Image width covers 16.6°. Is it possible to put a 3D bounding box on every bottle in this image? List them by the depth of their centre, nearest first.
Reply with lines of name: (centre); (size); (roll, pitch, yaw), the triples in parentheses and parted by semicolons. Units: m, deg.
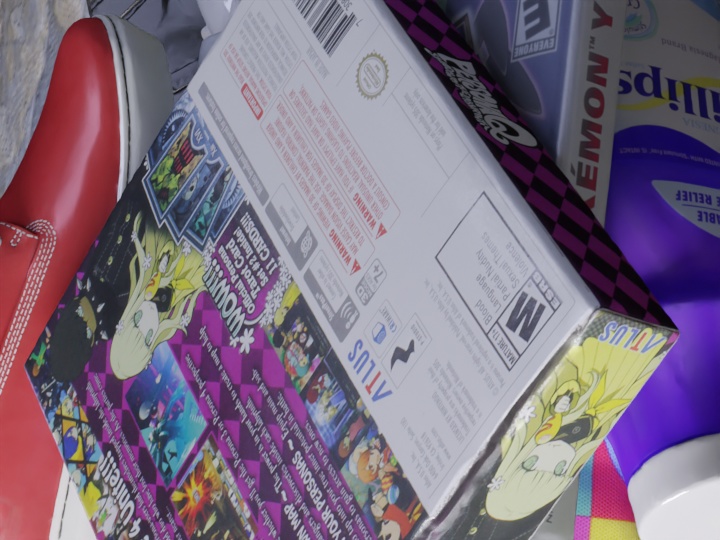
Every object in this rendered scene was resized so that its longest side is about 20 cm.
bottle: (0.083, -0.016, 0.715); (0.065, 0.083, 0.201); (-47, 41, 43)

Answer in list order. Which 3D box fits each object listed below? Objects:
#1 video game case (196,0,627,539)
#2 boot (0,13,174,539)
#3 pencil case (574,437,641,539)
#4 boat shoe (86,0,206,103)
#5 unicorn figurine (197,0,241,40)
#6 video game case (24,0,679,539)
video game case: (0.000, 0.000, 0.733); (0.199, 0.023, 0.184); (-11, 68, 53)
boot: (-0.142, 0.005, 0.812); (0.072, 0.143, 0.202); (-175, 96, -71)
pencil case: (0.057, 0.142, 0.725); (0.088, 0.088, 0.202); (-21, 64, 60)
boat shoe: (-0.049, -0.054, 1.012); (0.075, 0.074, 0.202); (-20, 79, 24)
unicorn figurine: (-0.043, -0.096, 0.896); (0.138, 0.073, 0.201); (102, 169, -53)
video game case: (-0.015, 0.022, 0.689); (0.182, 0.036, 0.200); (-56, 39, 21)
